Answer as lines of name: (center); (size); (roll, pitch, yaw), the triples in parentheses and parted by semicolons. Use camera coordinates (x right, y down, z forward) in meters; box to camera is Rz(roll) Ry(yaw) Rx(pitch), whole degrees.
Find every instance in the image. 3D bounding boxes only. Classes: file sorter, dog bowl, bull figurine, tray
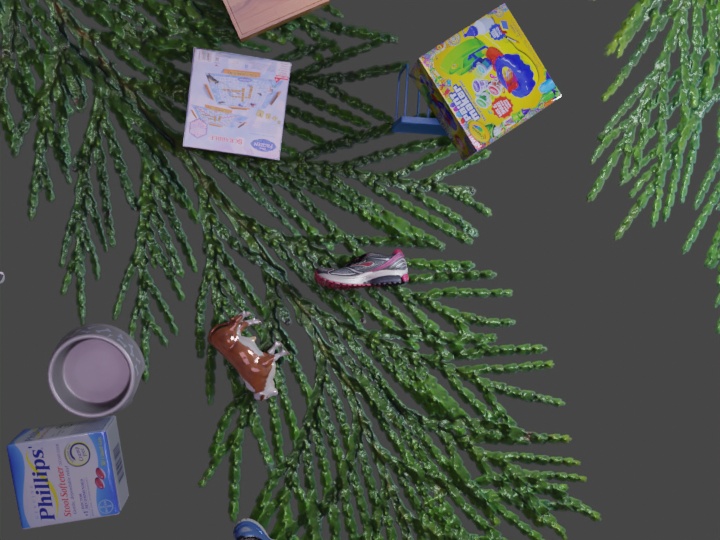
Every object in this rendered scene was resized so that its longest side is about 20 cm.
file sorter: (0.173, -0.344, 1.528); (0.199, 0.139, 0.123); (3, 92, -6)
dog bowl: (-0.553, 0.214, 1.557); (0.199, 0.059, 0.201); (0, 96, -5)
bull figurine: (-0.227, 0.180, 1.582); (0.121, 0.065, 0.200); (-43, 100, -4)
tray: (-0.173, -0.552, 1.521); (0.199, 0.037, 0.099); (-24, 98, -2)

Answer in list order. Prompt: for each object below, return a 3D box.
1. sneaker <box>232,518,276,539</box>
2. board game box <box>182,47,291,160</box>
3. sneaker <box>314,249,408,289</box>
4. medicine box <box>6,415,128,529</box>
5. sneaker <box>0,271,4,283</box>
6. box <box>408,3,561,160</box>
sneaker: (-0.194, 0.623, 1.620); (0.200, 0.089, 0.079); (34, 93, -8)
board game box: (-0.251, -0.338, 1.534); (0.199, 0.041, 0.200); (8, 95, -7)
sneaker: (0.000, 0.000, 1.582); (0.199, 0.081, 0.075); (-4, 82, -13)
medicine box: (-0.601, 0.416, 1.552); (0.199, 0.103, 0.183); (-8, 97, -5)
sneaker: (-0.820, 0.011, 1.504); (0.199, 0.075, 0.115); (29, 92, -13)
box: (0.229, -0.347, 1.405); (0.192, 0.122, 0.200); (-34, 93, -4)
